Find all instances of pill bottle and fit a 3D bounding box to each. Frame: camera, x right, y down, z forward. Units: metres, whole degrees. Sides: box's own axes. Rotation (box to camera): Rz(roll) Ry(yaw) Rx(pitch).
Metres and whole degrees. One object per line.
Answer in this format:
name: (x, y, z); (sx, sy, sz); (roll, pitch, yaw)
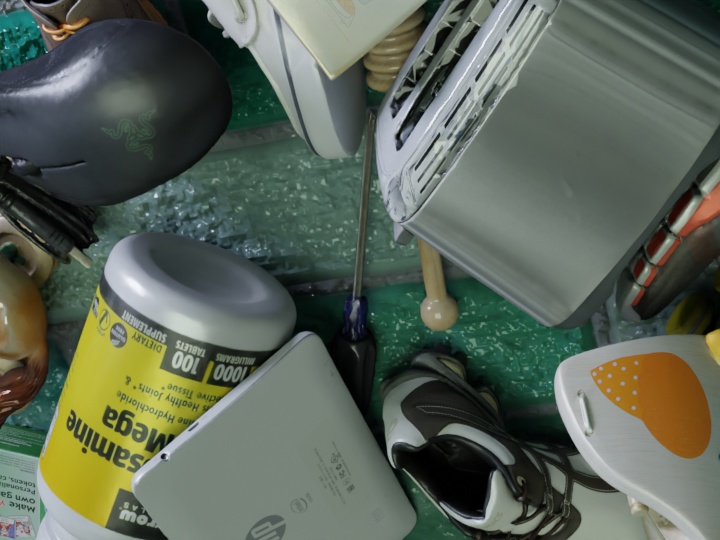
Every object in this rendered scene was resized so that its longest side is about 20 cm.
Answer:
pill bottle: (-0.119, 0.090, 0.851); (0.111, 0.113, 0.202); (22, 107, 1)

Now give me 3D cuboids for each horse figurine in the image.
horse figurine: (-0.241, 0.013, 0.872); (0.131, 0.050, 0.201); (-16, 122, 24)

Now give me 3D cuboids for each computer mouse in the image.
computer mouse: (-0.148, -0.063, 0.774); (0.199, 0.053, 0.138); (-20, 126, 41)

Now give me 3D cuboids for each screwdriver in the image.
screwdriver: (0.000, 0.000, 0.850); (0.028, 0.029, 0.202); (9, 116, 9)

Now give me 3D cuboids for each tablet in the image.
tablet: (-0.042, 0.135, 0.855); (0.130, 0.014, 0.201); (-40, 136, -13)

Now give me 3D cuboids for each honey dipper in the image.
honey dipper: (0.031, -0.055, 0.808); (0.037, 0.038, 0.202); (-3, 122, 15)

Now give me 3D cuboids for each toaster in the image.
toaster: (0.094, -0.079, 0.716); (0.128, 0.114, 0.201); (26, 118, -19)

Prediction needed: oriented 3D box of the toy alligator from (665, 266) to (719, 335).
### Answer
toy alligator: (0.193, 0.051, 0.811); (0.059, 0.054, 0.200); (35, 120, -6)

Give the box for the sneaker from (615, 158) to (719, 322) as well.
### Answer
sneaker: (0.204, -0.039, 0.748); (0.081, 0.077, 0.201); (30, 121, -8)

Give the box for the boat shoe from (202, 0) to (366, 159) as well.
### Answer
boat shoe: (-0.052, -0.149, 0.753); (0.065, 0.072, 0.202); (-10, 115, 23)

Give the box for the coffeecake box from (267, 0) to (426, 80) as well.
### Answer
coffeecake box: (0.014, -0.212, 0.663); (0.199, 0.073, 0.154); (-39, 105, 6)

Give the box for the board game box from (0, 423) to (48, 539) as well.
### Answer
board game box: (-0.226, 0.167, 0.991); (0.198, 0.029, 0.136); (12, 121, 7)

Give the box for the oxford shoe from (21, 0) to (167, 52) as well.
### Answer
oxford shoe: (-0.147, -0.129, 0.784); (0.070, 0.073, 0.202); (-11, 115, 18)

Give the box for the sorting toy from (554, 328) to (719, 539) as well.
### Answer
sorting toy: (0.192, 0.143, 0.737); (0.106, 0.182, 0.200); (-24, 146, 12)

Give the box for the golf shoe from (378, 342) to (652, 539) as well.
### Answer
golf shoe: (0.089, 0.134, 0.860); (0.199, 0.095, 0.078); (34, 119, -8)

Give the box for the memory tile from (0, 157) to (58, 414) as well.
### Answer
memory tile: (-0.260, -0.007, 0.911); (0.152, 0.017, 0.202); (19, 121, 3)
